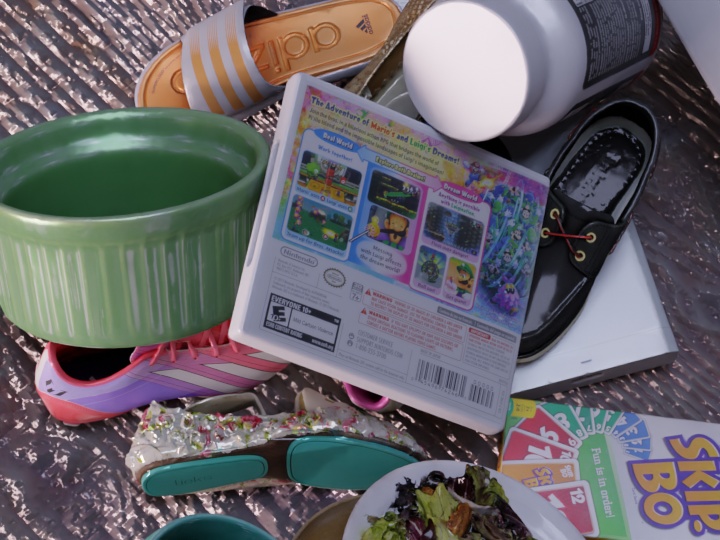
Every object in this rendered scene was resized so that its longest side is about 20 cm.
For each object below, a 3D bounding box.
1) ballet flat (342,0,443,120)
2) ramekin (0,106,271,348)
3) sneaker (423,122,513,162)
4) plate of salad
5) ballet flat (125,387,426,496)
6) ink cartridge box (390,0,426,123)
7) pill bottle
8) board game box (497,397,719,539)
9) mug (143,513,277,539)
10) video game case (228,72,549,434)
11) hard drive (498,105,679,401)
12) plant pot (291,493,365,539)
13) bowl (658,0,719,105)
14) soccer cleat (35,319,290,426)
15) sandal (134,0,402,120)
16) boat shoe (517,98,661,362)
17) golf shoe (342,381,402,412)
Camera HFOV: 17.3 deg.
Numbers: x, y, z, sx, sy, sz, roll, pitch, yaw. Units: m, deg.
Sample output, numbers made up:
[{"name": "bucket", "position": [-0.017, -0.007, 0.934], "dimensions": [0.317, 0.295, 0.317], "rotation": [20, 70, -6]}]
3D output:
[{"name": "ballet flat", "position": [0.045, -0.144, 1.671], "dimensions": [0.070, 0.065, 0.200], "rotation": [41, 81, -30]}, {"name": "ramekin", "position": [-0.155, -0.028, 1.562], "dimensions": [0.198, 0.098, 0.200], "rotation": [-3, 24, 1]}, {"name": "sneaker", "position": [0.013, -0.037, 1.623], "dimensions": [0.199, 0.070, 0.078], "rotation": [-27, 64, 3]}, {"name": "plate of salad", "position": [0.081, 0.198, 1.451], "dimensions": [0.199, 0.048, 0.201], "rotation": [16, 49, -19]}, {"name": "ballet flat", "position": [-0.056, 0.108, 1.560], "dimensions": [0.198, 0.076, 0.064], "rotation": [-1, 54, -8]}, {"name": "ink cartridge box", "position": [0.089, -0.156, 1.737], "dimensions": [0.160, 0.050, 0.202], "rotation": [6, 80, -2]}, {"name": "pill bottle", "position": [0.118, -0.157, 1.606], "dimensions": [0.116, 0.116, 0.200], "rotation": [39, 32, 15]}, {"name": "board game box", "position": [0.191, 0.144, 1.587], "dimensions": [0.199, 0.030, 0.096], "rotation": [8, 62, -3]}, {"name": "mug", "position": [-0.093, 0.245, 1.453], "dimensions": [0.184, 0.114, 0.153], "rotation": [22, 46, -31]}, {"name": "video game case", "position": [0.023, -0.010, 1.529], "dimensions": [0.199, 0.024, 0.183], "rotation": [21, 68, -23]}, {"name": "hard drive", "position": [0.129, -0.014, 1.653], "dimensions": [0.131, 0.026, 0.201], "rotation": [-14, 68, -6]}, {"name": "plant pot", "position": [0.033, 0.230, 1.449], "dimensions": [0.199, 0.028, 0.201], "rotation": [16, 49, -19]}, {"name": "bowl", "position": [0.302, -0.162, 1.665], "dimensions": [0.199, 0.075, 0.201], "rotation": [5, 51, -52]}, {"name": "soccer cleat", "position": [-0.121, 0.050, 1.581], "dimensions": [0.199, 0.077, 0.067], "rotation": [-16, 64, -12]}, {"name": "sandal", "position": [-0.069, -0.163, 1.691], "dimensions": [0.205, 0.059, 0.080], "rotation": [-20, 67, 0]}, {"name": "boat shoe", "position": [0.141, -0.030, 1.613], "dimensions": [0.073, 0.063, 0.202], "rotation": [29, 71, 9]}, {"name": "golf shoe", "position": [0.000, 0.000, 1.558], "dimensions": [0.075, 0.092, 0.201], "rotation": [-15, 102, 20]}]
